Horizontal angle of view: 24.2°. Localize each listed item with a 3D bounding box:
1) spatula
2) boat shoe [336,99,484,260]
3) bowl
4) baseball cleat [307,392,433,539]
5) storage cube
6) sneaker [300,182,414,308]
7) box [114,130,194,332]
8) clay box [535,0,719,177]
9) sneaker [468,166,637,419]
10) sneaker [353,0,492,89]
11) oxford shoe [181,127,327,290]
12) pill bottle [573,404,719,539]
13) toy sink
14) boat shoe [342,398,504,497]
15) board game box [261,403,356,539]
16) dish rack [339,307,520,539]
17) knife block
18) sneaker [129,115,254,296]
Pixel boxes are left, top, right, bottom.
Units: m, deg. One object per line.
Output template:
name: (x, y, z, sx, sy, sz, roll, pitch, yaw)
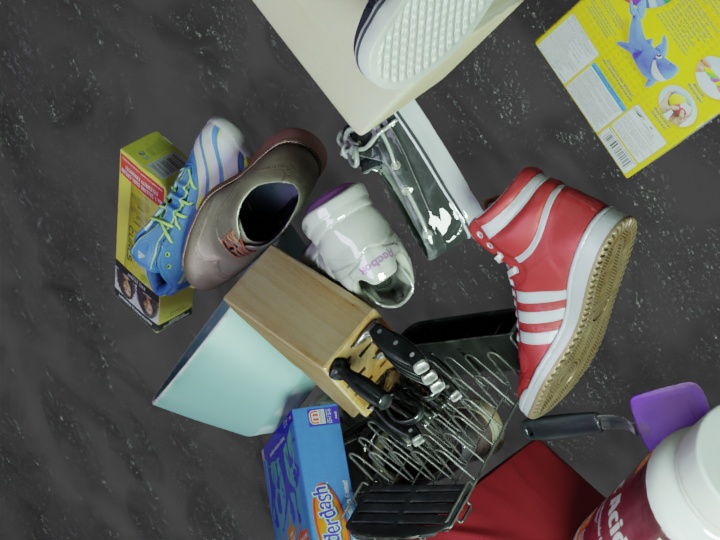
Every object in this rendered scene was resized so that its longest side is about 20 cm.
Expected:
spatula: (0.195, 0.121, 1.312, 0.200, 0.020, 0.057, -11, 105, 54)
boat shoe: (0.018, -0.101, 1.308, 0.200, 0.068, 0.074, 57, 175, -5)
bowl: (-0.085, 0.068, 1.495, 0.105, 0.201, 0.201, 37, 144, -5)
baseball cleat: (0.009, 0.208, 1.578, 0.201, 0.069, 0.106, 62, 152, 12)
storage cube: (0.133, 0.281, 1.372, 0.171, 0.179, 0.201, 39, 140, 25)
sneaker: (0.000, 0.000, 1.357, 0.100, 0.075, 0.200, 55, 177, 13)
box: (-0.200, -0.036, 1.653, 0.075, 0.050, 0.201, 40, 141, 25)
clay box: (0.207, -0.154, 1.069, 0.115, 0.047, 0.200, 56, 144, 3)
sneaker: (0.130, 0.013, 1.268, 0.112, 0.071, 0.201, 35, 131, 24)
sneaker: (0.051, -0.209, 1.109, 0.079, 0.200, 0.079, 32, 167, 36)
oxford shoe: (-0.105, -0.041, 1.462, 0.071, 0.074, 0.200, 31, 128, -11)
pill bottle: (0.241, 0.184, 1.222, 0.114, 0.114, 0.200, 48, 144, 14)
toy sink: (0.001, -0.226, 1.213, 0.200, 0.112, 0.130, 51, 145, 2)
boat shoe: (0.031, 0.159, 1.463, 0.199, 0.065, 0.072, -17, 88, 37)
board game box: (-0.038, 0.231, 1.444, 0.152, 0.045, 0.201, 124, 138, -66)
dish rack: (0.056, 0.127, 1.346, 0.055, 0.201, 0.153, 44, 150, -23)
knife block: (-0.015, 0.054, 1.309, 0.200, 0.064, 0.176, 42, 170, 4)
sneaker: (-0.154, -0.046, 1.541, 0.076, 0.105, 0.201, 38, 141, 26)
